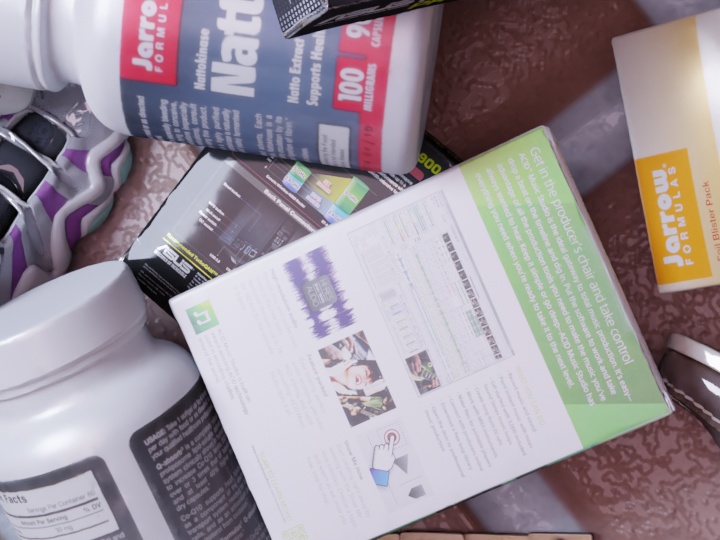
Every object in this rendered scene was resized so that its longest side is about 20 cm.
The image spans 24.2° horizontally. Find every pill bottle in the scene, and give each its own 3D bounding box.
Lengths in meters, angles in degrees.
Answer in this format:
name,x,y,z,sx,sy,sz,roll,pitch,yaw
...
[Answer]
name,x,y,z,sx,sy,sz,roll,pitch,yaw
pill bottle,-0.114,0.105,0.816,0.116,0.116,0.201,-21,104,12
pill bottle,-0.065,-0.115,0.756,0.199,0.120,0.120,8,93,4

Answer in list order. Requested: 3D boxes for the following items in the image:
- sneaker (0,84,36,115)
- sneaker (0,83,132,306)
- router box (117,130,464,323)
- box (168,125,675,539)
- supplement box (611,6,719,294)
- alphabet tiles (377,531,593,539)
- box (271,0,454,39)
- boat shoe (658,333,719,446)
name,x,y,z,sx,sy,sz,roll,pitch,yaw
sneaker,-0.228,-0.111,0.861,0.200,0.088,0.074,33,109,52
sneaker,-0.188,-0.025,0.839,0.077,0.140,0.201,26,97,11
router box,0.000,0.000,0.840,0.200,0.062,0.150,40,99,8
box,0.027,0.039,0.786,0.199,0.036,0.145,-24,87,12
supplement box,0.223,-0.067,0.747,0.199,0.073,0.127,-12,88,39
alphabet tiles,0.055,0.218,0.863,0.199,0.006,0.167,-1,91,12
box,0.016,-0.208,0.680,0.160,0.044,0.201,-16,88,-28
boat shoe,0.216,0.107,0.790,0.200,0.072,0.060,37,95,5
